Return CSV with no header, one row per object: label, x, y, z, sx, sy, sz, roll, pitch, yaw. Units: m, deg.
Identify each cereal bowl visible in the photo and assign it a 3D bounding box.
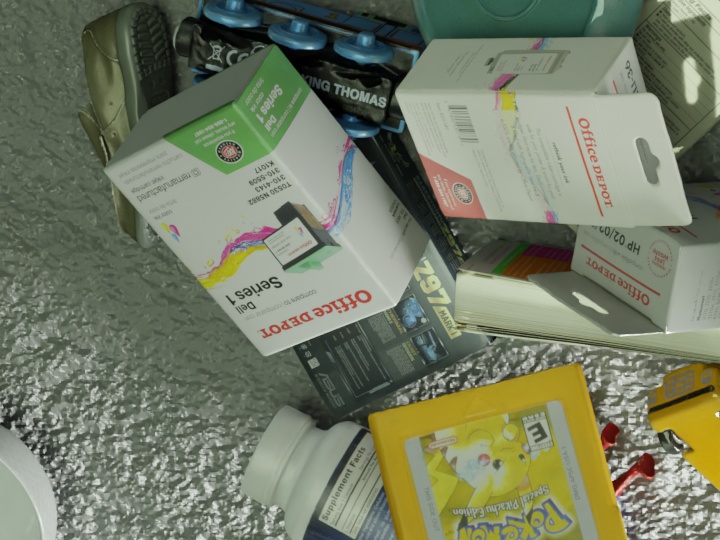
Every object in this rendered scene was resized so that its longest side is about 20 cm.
cereal bowl,-0.362,0.208,1.562,0.199,0.083,0.201,5,115,12

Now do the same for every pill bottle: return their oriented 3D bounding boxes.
pill bottle,0.006,0.194,1.426,0.199,0.111,0.111,27,113,8

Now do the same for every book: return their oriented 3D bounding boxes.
book,0.183,0.016,1.300,0.199,0.134,0.048,8,109,16

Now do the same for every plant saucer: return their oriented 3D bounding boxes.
plant saucer,0.110,-0.211,1.233,0.199,0.027,0.201,8,103,37

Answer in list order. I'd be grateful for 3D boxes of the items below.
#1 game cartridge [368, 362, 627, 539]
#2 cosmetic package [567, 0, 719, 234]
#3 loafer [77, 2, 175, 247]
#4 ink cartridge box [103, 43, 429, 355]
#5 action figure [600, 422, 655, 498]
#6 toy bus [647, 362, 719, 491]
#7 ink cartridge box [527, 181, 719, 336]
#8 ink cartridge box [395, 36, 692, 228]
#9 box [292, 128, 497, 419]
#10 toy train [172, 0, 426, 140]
game cartridge,0.113,0.189,1.349,0.175,0.032,0.201,-14,77,0
cosmetic package,0.207,-0.128,1.277,0.104,0.073,0.200,46,114,-1
loafer,-0.189,-0.119,1.419,0.069,0.075,0.201,4,104,29
ink cartridge box,-0.068,-0.047,1.288,0.144,0.084,0.200,-22,118,37
action figure,0.157,0.214,1.420,0.065,0.052,0.200,38,117,-2
toy bus,0.293,0.129,1.279,0.065,0.079,0.200,-25,128,35
ink cartridge box,0.232,-0.012,1.225,0.115,0.199,0.068,37,126,53
ink cartridge box,0.137,-0.096,1.192,0.199,0.068,0.117,6,134,35
box,0.000,0.000,1.399,0.157,0.051,0.201,-28,97,25
toy train,-0.041,-0.161,1.325,0.199,0.114,0.087,17,114,12
